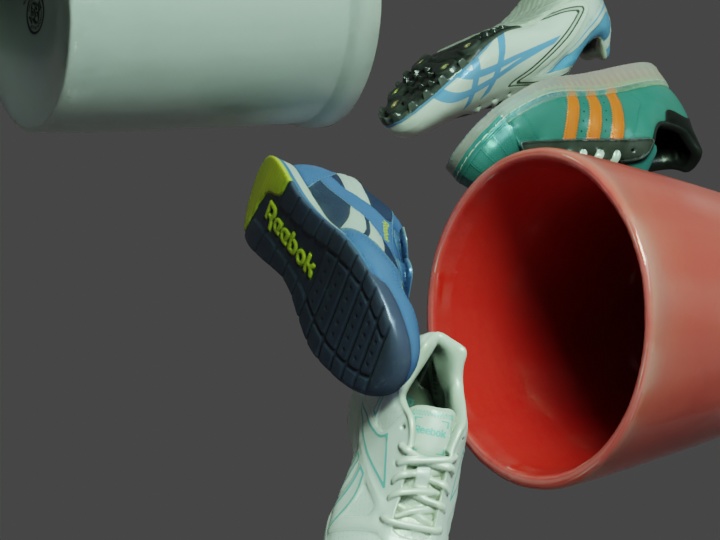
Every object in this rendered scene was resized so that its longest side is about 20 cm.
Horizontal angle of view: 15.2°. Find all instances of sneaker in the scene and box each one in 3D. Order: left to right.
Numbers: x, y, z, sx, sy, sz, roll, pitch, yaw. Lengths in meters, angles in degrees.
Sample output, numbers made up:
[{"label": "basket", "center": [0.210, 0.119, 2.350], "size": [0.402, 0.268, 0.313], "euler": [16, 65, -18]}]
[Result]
[{"label": "sneaker", "center": [0.000, 0.000, 1.610], "size": [0.082, 0.074, 0.200], "euler": [9, 33, -32]}, {"label": "sneaker", "center": [0.024, 0.121, 1.552], "size": [0.070, 0.080, 0.201], "euler": [17, 51, -17]}, {"label": "sneaker", "center": [0.096, -0.132, 1.792], "size": [0.200, 0.072, 0.073], "euler": [-33, 104, -33]}, {"label": "sneaker", "center": [0.148, -0.080, 1.772], "size": [0.200, 0.071, 0.080], "euler": [-19, 61, -38]}]

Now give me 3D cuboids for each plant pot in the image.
[{"label": "plant pot", "center": [0.168, 0.027, 1.632], "size": [0.177, 0.200, 0.201], "euler": [-1, 55, -39]}]

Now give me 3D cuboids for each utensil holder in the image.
[{"label": "utensil holder", "center": [-0.113, -0.166, 1.643], "size": [0.199, 0.170, 0.170], "euler": [-6, 59, -27]}]
